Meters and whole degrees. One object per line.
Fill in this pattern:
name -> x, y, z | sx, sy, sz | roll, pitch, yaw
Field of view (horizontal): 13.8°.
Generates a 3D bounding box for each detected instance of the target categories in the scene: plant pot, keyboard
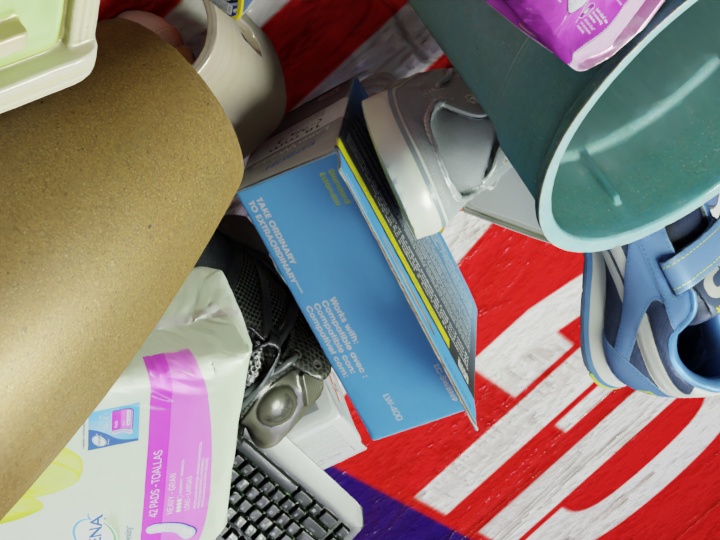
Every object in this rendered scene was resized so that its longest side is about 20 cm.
plant pot -> -0.152, -0.014, 1.251 | 0.200, 0.186, 0.187 | -41, 157, -22
keyboard -> -0.104, 0.118, 1.613 | 0.127, 0.021, 0.200 | -44, 113, 8
plant pot -> 0.107, -0.149, 1.395 | 0.200, 0.196, 0.200 | -31, 155, -16

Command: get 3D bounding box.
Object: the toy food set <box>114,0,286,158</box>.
toy food set -> -0.129, -0.056, 1.410 | 0.200, 0.060, 0.144 | -39, 166, 3

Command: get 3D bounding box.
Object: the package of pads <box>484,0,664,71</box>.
package of pads -> 0.037, -0.178, 1.255 | 0.076, 0.200, 0.120 | -48, 153, 1

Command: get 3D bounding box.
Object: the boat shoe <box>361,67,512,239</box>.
boat shoe -> 0.047, -0.071, 1.471 | 0.071, 0.070, 0.201 | -22, -169, 10

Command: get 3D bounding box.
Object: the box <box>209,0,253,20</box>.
box -> -0.052, -0.164, 1.215 | 0.070, 0.064, 0.200 | -53, 180, -7

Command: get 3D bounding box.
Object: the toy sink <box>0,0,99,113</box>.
toy sink -> -0.178, -0.122, 1.159 | 0.130, 0.112, 0.200 | -23, 150, -30

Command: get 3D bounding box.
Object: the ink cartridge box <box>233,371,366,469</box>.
ink cartridge box -> -0.080, 0.109, 1.726 | 0.162, 0.050, 0.200 | -25, 173, 0

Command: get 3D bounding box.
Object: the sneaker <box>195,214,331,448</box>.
sneaker -> -0.073, 0.032, 1.493 | 0.076, 0.114, 0.199 | -38, 170, 12

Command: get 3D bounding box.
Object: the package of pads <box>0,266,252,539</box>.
package of pads -> -0.157, 0.082, 1.402 | 0.199, 0.068, 0.155 | -10, 144, -16

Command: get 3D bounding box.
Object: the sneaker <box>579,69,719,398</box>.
sneaker -> 0.156, -0.020, 1.524 | 0.074, 0.082, 0.201 | -36, 130, -33

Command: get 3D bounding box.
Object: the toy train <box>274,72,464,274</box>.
toy train -> 0.004, -0.020, 1.632 | 0.150, 0.056, 0.200 | -9, 142, -47

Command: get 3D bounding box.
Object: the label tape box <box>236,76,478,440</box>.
label tape box -> 0.000, 0.000, 1.451 | 0.063, 0.145, 0.200 | -26, -168, 10

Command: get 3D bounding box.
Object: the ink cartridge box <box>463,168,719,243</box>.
ink cartridge box -> 0.156, -0.085, 1.633 | 0.200, 0.087, 0.146 | 5, 102, -53
